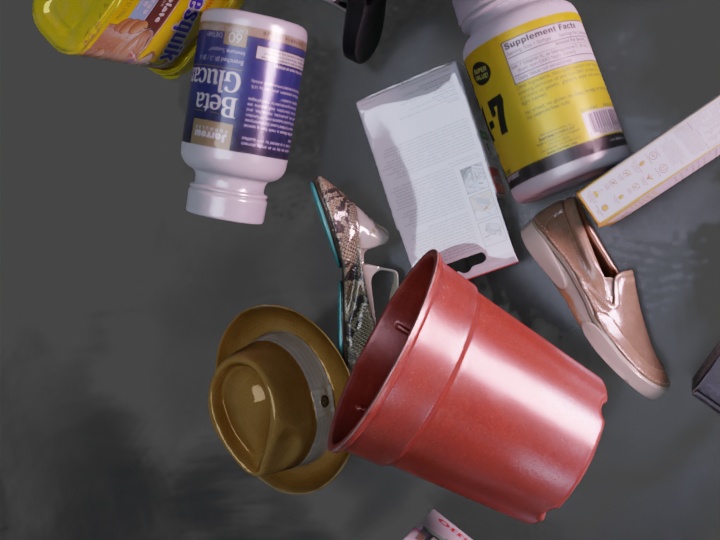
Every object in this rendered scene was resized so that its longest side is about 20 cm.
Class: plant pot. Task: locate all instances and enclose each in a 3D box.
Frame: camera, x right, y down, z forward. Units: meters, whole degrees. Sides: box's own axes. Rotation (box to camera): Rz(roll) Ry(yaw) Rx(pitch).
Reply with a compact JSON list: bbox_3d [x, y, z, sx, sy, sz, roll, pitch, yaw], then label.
[{"bbox_3d":[0.101,0.117,0.873,0.194,0.201,0.202,29,102,-5],"label":"plant pot"}]

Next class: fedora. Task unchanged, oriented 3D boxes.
[{"bbox_3d":[-0.096,0.139,0.986,0.199,0.081,0.204,8,104,32],"label":"fedora"}]

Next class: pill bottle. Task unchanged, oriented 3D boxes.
[{"bbox_3d":[-0.122,-0.154,0.986,0.110,0.111,0.203,12,96,18],"label":"pill bottle"},{"bbox_3d":[0.160,-0.174,0.887,0.113,0.114,0.202,-21,85,18],"label":"pill bottle"}]

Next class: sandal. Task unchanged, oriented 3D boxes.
[{"bbox_3d":[0.022,-0.285,0.914,0.048,0.075,0.202,25,141,17],"label":"sandal"}]

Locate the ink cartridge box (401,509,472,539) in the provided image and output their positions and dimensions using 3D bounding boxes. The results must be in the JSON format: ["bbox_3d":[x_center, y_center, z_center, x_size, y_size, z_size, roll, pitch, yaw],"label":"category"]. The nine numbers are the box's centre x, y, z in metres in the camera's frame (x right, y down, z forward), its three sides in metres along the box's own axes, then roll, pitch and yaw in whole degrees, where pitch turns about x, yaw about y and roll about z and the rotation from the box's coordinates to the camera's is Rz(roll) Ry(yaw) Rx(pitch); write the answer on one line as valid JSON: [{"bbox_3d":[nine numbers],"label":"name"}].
[{"bbox_3d":[0.079,0.316,0.894,0.144,0.200,0.084,36,100,14],"label":"ink cartridge box"}]

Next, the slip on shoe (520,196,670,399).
[{"bbox_3d":[0.229,0.023,0.897,0.060,0.076,0.201,-39,73,23],"label":"slip on shoe"}]

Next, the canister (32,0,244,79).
[{"bbox_3d":[-0.213,-0.270,0.961,0.087,0.200,0.149,46,108,9],"label":"canister"}]

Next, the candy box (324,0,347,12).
[{"bbox_3d":[-0.024,-0.344,0.896,0.071,0.200,0.169,29,100,15],"label":"candy box"}]

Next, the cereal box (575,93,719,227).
[{"bbox_3d":[0.283,-0.108,0.833,0.199,0.144,0.040,-36,81,16],"label":"cereal box"}]

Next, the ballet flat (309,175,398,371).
[{"bbox_3d":[0.000,0.000,0.984,0.074,0.068,0.203,-10,95,-3],"label":"ballet flat"}]

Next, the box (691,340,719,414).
[{"bbox_3d":[0.408,0.067,0.828,0.163,0.086,0.201,36,103,15],"label":"box"}]

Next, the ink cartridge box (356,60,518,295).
[{"bbox_3d":[0.080,-0.089,0.953,0.108,0.050,0.202,-19,87,18],"label":"ink cartridge box"}]
